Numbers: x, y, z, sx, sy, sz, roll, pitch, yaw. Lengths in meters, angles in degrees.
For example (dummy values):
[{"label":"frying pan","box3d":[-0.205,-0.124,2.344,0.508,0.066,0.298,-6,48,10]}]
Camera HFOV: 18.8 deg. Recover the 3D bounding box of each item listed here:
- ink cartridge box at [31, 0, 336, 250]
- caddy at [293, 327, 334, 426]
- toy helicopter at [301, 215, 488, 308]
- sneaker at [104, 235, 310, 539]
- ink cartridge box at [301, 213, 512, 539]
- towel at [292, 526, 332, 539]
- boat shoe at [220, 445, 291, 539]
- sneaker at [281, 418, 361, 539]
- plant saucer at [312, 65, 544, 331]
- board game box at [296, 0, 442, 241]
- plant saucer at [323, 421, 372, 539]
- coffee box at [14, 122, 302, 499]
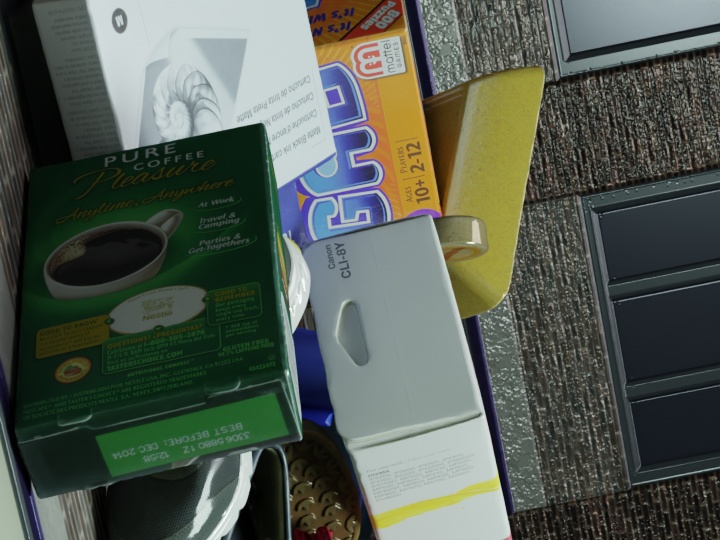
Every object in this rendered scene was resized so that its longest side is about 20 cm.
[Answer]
[{"label":"ink cartridge box","box3d":[-0.082,-0.074,1.161,0.199,0.040,0.202,-37,121,-53]},{"label":"caddy","box3d":[-0.067,0.107,1.484,0.200,0.104,0.143,112,-13,-80]},{"label":"toy helicopter","box3d":[0.000,0.000,1.363,0.132,0.199,0.080,17,66,-50]},{"label":"sneaker","box3d":[-0.089,0.052,1.087,0.085,0.074,0.201,62,40,-56]},{"label":"ink cartridge box","box3d":[0.031,0.085,1.295,0.200,0.083,0.146,74,2,-56]},{"label":"towel","box3d":[-0.037,0.253,1.190,0.145,0.022,0.202,-131,-127,-74]},{"label":"boat shoe","box3d":[-0.063,0.184,1.122,0.075,0.062,0.201,30,53,-43]},{"label":"sneaker","box3d":[-0.037,0.164,1.302,0.090,0.067,0.201,-131,-155,-58]},{"label":"plant saucer","box3d":[0.038,-0.051,1.604,0.048,0.199,0.201,30,58,-33]},{"label":"board game box","box3d":[-0.061,-0.131,1.502,0.201,0.198,0.201,-100,178,-46]},{"label":"plant saucer","box3d":[-0.030,0.150,1.609,0.200,0.036,0.202,-29,-125,55]},{"label":"coffee box","box3d":[-0.091,0.012,0.985,0.201,0.122,0.044,-101,177,-54]}]
